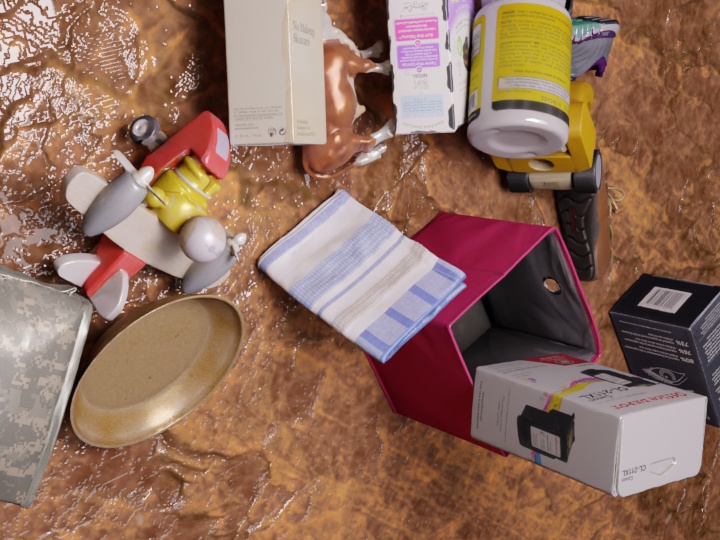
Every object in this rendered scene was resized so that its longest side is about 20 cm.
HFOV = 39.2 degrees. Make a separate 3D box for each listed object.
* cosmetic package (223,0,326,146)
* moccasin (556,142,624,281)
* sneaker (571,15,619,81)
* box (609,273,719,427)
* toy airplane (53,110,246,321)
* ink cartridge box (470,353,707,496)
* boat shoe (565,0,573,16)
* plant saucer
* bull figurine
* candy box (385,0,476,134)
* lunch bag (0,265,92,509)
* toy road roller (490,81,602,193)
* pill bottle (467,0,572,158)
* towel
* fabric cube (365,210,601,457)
[{"bbox_3d":[-0.085,-0.227,1.021,0.103,0.073,0.201,-25,114,-72],"label":"cosmetic package"},{"bbox_3d":[0.326,-0.087,1.423,0.078,0.073,0.202,-29,112,-41],"label":"moccasin"},{"bbox_3d":[0.268,-0.288,1.343,0.199,0.074,0.088,-11,116,-33],"label":"sneaker"},{"bbox_3d":[0.491,0.121,1.544,0.104,0.148,0.201,-41,122,-26],"label":"box"},{"bbox_3d":[-0.195,-0.037,0.977,0.200,0.141,0.200,-31,137,-45],"label":"toy airplane"},{"bbox_3d":[0.237,0.155,1.062,0.145,0.200,0.083,-4,101,-38],"label":"ink cartridge box"},{"bbox_3d":[0.239,-0.365,1.268,0.074,0.062,0.201,13,60,-5],"label":"boat shoe"},{"bbox_3d":[-0.208,0.092,1.014,0.200,0.035,0.201,-32,149,-22],"label":"plant saucer"},{"bbox_3d":[-0.025,-0.203,1.123,0.121,0.065,0.201,-6,107,-18],"label":"bull figurine"},{"bbox_3d":[0.086,-0.266,1.152,0.168,0.071,0.201,-42,129,-67],"label":"candy box"},{"bbox_3d":[-0.347,0.088,0.897,0.164,0.117,0.201,22,89,-38],"label":"lunch bag"},{"bbox_3d":[0.239,-0.191,1.289,0.200,0.122,0.147,44,52,-60],"label":"toy road roller"},{"bbox_3d":[0.182,-0.239,1.147,0.114,0.114,0.201,16,73,-39],"label":"pill bottle"},{"bbox_3d":[0.000,0.000,1.115,0.147,0.200,0.024,-41,150,-23],"label":"towel"},{"bbox_3d":[0.135,0.067,1.220,0.200,0.199,0.197,-40,119,-26],"label":"fabric cube"}]
